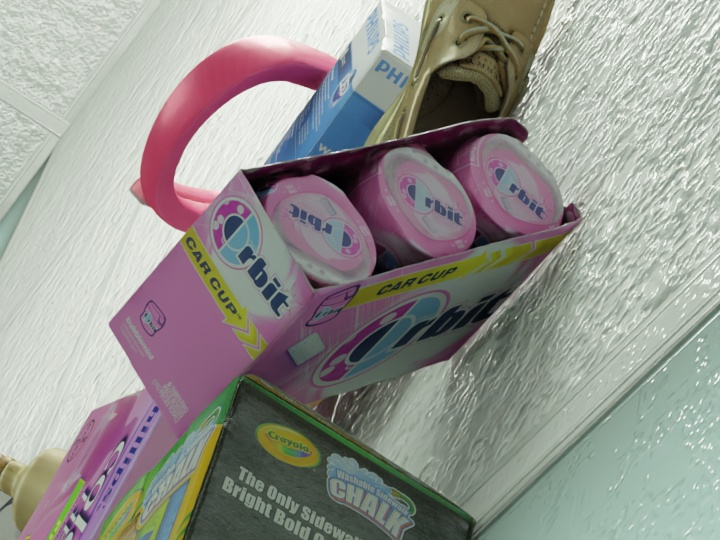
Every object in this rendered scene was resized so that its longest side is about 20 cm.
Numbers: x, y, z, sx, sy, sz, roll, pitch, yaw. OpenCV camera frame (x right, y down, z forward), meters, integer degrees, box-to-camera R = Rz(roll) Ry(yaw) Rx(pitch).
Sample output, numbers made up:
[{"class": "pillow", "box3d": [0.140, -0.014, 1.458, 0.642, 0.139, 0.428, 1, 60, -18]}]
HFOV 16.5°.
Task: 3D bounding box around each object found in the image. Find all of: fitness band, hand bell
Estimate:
[{"class": "fitness band", "box3d": [-0.071, -0.085, 1.612, 0.144, 0.037, 0.200, -48, -24, 16]}, {"class": "hand bell", "box3d": [-0.224, 0.120, 1.517, 0.104, 0.199, 0.105, -50, -27, -38]}]

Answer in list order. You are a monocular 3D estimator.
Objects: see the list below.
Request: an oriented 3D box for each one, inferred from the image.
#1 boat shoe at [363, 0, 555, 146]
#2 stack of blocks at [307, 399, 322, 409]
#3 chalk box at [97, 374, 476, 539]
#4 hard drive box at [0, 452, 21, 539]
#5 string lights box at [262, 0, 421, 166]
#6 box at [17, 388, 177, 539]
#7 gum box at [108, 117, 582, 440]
[{"class": "boat shoe", "box3d": [0.064, -0.109, 1.349, 0.201, 0.071, 0.064, -66, 19, -1]}, {"class": "stack of blocks", "box3d": [-0.037, 0.029, 1.326, 0.115, 0.059, 0.200, -41, 6, -21]}, {"class": "chalk box", "box3d": [-0.042, 0.139, 1.016, 0.124, 0.124, 0.200, -47, 15, 38]}, {"class": "hard drive box", "box3d": [-0.274, 0.190, 1.589, 0.077, 0.199, 0.156, -36, 25, 58]}, {"class": "string lights box", "box3d": [-0.021, -0.063, 1.558, 0.200, 0.059, 0.103, -53, 14, 20]}, {"class": "box", "box3d": [-0.124, 0.163, 1.325, 0.177, 0.096, 0.200, -61, 14, -17]}, {"class": "gum box", "box3d": [0.000, 0.000, 1.110, 0.199, 0.066, 0.114, -14, -25, -48]}]
